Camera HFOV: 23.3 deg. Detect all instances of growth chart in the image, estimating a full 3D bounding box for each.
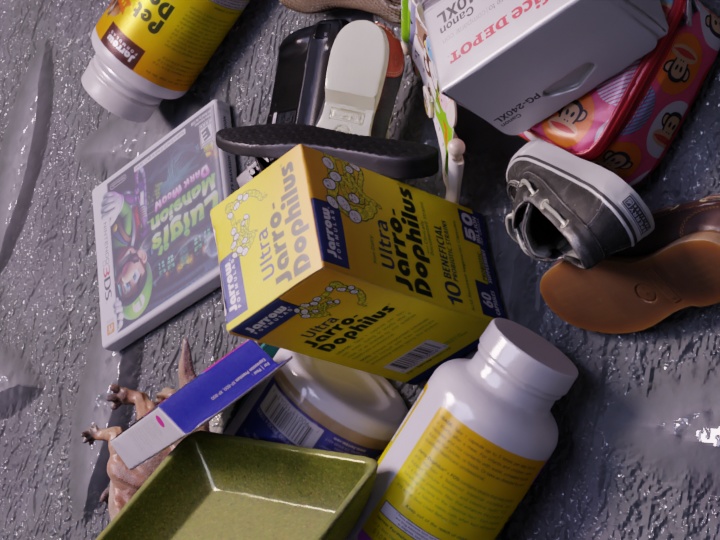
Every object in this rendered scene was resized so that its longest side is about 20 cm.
[{"bbox_3d":[0.057,-0.144,1.390,0.018,0.145,0.200,-11,60,-3],"label":"growth chart"}]

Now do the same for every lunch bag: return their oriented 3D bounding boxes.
[{"bbox_3d":[0.171,-0.171,1.299,0.200,0.082,0.176,36,98,48],"label":"lunch bag"}]

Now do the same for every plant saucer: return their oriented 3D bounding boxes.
[{"bbox_3d":[-0.103,0.208,1.255,0.200,0.048,0.200,4,42,41],"label":"plant saucer"}]

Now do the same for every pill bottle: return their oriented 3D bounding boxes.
[{"bbox_3d":[-0.185,-0.243,1.683,0.200,0.109,0.109,-53,44,20],"label":"pill bottle"},{"bbox_3d":[-0.061,0.164,1.393,0.200,0.120,0.120,-56,43,17],"label":"pill bottle"},{"bbox_3d":[0.075,0.136,1.267,0.200,0.104,0.104,-59,43,14],"label":"pill bottle"}]

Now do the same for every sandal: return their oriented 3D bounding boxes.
[{"bbox_3d":[-0.033,-0.083,1.381,0.200,0.075,0.048,12,110,31],"label":"sandal"}]

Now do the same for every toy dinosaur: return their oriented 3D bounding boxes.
[{"bbox_3d":[-0.171,0.168,1.547,0.136,0.086,0.200,25,78,38],"label":"toy dinosaur"}]

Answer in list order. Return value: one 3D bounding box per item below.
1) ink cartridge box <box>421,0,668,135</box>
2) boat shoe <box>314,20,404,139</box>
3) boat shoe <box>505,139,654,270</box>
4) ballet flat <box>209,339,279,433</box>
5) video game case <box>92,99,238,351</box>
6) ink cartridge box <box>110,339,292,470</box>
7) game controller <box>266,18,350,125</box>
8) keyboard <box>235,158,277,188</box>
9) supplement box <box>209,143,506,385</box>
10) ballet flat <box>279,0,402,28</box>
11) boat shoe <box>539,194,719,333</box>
[{"bbox_3d":[0.119,-0.221,1.251,0.145,0.083,0.200,-33,50,31],"label":"ink cartridge box"},{"bbox_3d":[-0.011,-0.108,1.447,0.071,0.063,0.200,17,93,19],"label":"boat shoe"},{"bbox_3d":[0.133,-0.043,1.217,0.064,0.071,0.200,-38,14,-6],"label":"boat shoe"},{"bbox_3d":[-0.083,0.076,1.460,0.200,0.072,0.072,-57,41,37],"label":"ballet flat"},{"bbox_3d":[-0.188,-0.042,1.678,0.200,0.023,0.182,-31,55,36],"label":"video game case"},{"bbox_3d":[-0.127,0.103,1.360,0.037,0.095,0.200,55,153,-3],"label":"ink cartridge box"},{"bbox_3d":[-0.051,-0.126,1.558,0.104,0.042,0.200,-10,68,61],"label":"game controller"},{"bbox_3d":[-0.060,-0.001,1.490,0.127,0.021,0.200,-40,65,31],"label":"keyboard"},{"bbox_3d":[0.000,0.000,1.325,0.110,0.200,0.109,-34,53,35],"label":"supplement box"},{"bbox_3d":[-0.012,-0.253,1.534,0.200,0.046,0.067,23,68,47],"label":"ballet flat"},{"bbox_3d":[0.209,-0.006,1.207,0.200,0.070,0.070,-13,30,53],"label":"boat shoe"}]
